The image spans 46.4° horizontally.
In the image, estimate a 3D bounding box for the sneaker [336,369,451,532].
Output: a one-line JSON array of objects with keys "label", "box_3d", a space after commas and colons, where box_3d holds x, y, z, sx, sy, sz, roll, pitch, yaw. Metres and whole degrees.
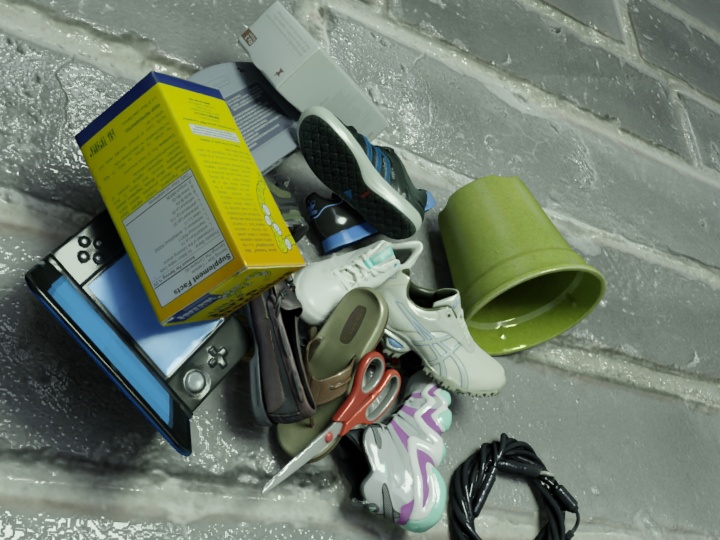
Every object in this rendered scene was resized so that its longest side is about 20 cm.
[{"label": "sneaker", "box_3d": [0.025, 0.176, 0.926, 0.139, 0.078, 0.201, 21, 41, -15]}]

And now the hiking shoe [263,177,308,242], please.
[{"label": "hiking shoe", "box_3d": [-0.157, -0.078, 0.944, 0.199, 0.076, 0.101, 10, 46, -41]}]

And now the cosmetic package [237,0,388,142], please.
[{"label": "cosmetic package", "box_3d": [-0.053, -0.227, 1.025, 0.102, 0.074, 0.200, 52, 8, 28]}]

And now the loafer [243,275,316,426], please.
[{"label": "loafer", "box_3d": [-0.078, 0.056, 0.856, 0.072, 0.063, 0.201, 18, 66, -68]}]

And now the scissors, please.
[{"label": "scissors", "box_3d": [-0.023, 0.166, 0.853, 0.200, 0.014, 0.073, -51, 133, -29]}]

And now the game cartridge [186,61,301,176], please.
[{"label": "game cartridge", "box_3d": [-0.141, -0.167, 0.944, 0.133, 0.041, 0.200, 51, 34, -6]}]

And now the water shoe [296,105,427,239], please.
[{"label": "water shoe", "box_3d": [0.002, -0.124, 1.004, 0.200, 0.071, 0.079, 48, 42, -22]}]

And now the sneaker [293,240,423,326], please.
[{"label": "sneaker", "box_3d": [0.000, 0.000, 0.987, 0.200, 0.088, 0.075, -26, 82, -50]}]

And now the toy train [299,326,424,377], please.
[{"label": "toy train", "box_3d": [0.019, 0.097, 0.986, 0.199, 0.046, 0.034, 14, 57, -32]}]

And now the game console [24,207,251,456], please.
[{"label": "game console", "box_3d": [-0.185, 0.041, 0.755, 0.200, 0.118, 0.171, 52, 54, -15]}]

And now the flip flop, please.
[{"label": "flip flop", "box_3d": [-0.033, 0.103, 0.884, 0.081, 0.058, 0.201, 23, 76, 23]}]

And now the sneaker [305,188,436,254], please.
[{"label": "sneaker", "box_3d": [0.016, -0.086, 1.074, 0.200, 0.070, 0.078, -23, 88, -42]}]

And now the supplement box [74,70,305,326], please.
[{"label": "supplement box", "box_3d": [-0.157, -0.064, 0.783, 0.201, 0.109, 0.109, 63, 23, 10]}]

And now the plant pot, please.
[{"label": "plant pot", "box_3d": [0.192, -0.018, 1.108, 0.200, 0.200, 0.185, 7, 50, -35]}]

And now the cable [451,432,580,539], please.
[{"label": "cable", "box_3d": [0.181, 0.284, 1.002, 0.199, 0.051, 0.164, -20, 78, -43]}]

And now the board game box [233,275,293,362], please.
[{"label": "board game box", "box_3d": [-0.161, 0.027, 0.875, 0.199, 0.034, 0.135, 4, 75, -37]}]

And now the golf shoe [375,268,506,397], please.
[{"label": "golf shoe", "box_3d": [0.099, 0.073, 0.962, 0.199, 0.097, 0.078, 29, 24, -16]}]
